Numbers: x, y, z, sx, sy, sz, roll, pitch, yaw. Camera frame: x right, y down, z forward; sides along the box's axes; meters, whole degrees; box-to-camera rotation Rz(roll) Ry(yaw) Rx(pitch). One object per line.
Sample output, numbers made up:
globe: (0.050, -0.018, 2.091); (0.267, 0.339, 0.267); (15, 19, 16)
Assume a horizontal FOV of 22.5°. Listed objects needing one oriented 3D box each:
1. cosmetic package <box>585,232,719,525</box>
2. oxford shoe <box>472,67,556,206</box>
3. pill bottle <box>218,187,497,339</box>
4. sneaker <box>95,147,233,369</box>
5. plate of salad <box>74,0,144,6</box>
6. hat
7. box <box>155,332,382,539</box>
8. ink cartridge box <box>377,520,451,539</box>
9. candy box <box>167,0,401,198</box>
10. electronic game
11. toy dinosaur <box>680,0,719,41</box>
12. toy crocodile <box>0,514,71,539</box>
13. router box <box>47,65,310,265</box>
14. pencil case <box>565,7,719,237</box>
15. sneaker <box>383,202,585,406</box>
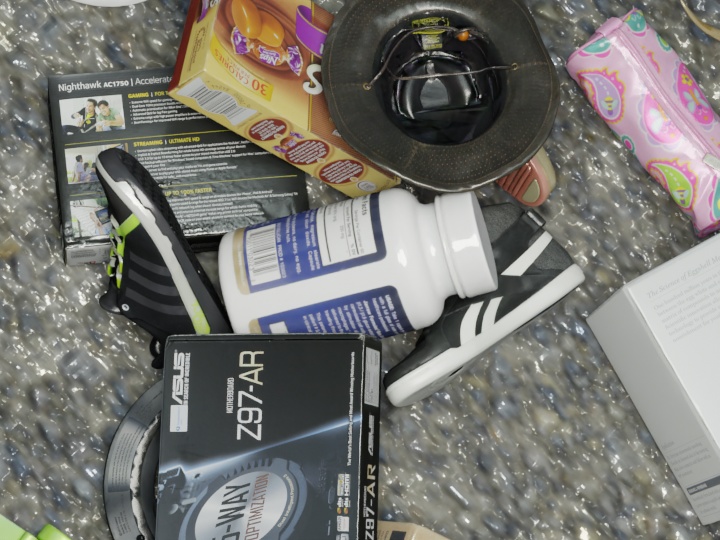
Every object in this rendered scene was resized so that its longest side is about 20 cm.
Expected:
cosmetic package: (0.325, 0.067, 1.465); (0.199, 0.123, 0.200); (-26, 82, -14)
oxford shoe: (0.118, -0.147, 1.508); (0.074, 0.071, 0.200); (-20, 73, -27)
pill bottle: (0.000, 0.000, 1.399); (0.199, 0.111, 0.111); (-14, 78, 9)
sneaker: (-0.168, 0.003, 1.390); (0.083, 0.072, 0.200); (-26, 119, 1)
plate of salad: (-0.198, -0.312, 1.473); (0.199, 0.048, 0.201); (-8, 110, -22)
hat: (0.060, -0.134, 1.425); (0.200, 0.081, 0.201); (1, 62, -2)
box: (-0.067, 0.147, 1.323); (0.160, 0.044, 0.201); (-1, 81, 19)
ink cartridge box: (0.074, 0.299, 1.358); (0.200, 0.075, 0.165); (28, 71, -25)
candy box: (-0.049, -0.150, 1.442); (0.200, 0.056, 0.117); (28, 57, -29)
electronic game: (-0.101, 0.168, 1.414); (0.199, 0.042, 0.201); (2, 82, -15)
toy dinosaur: (0.369, -0.188, 1.581); (0.199, 0.058, 0.101); (-3, 61, -18)
toy crocodile: (-0.214, 0.251, 1.366); (0.200, 0.062, 0.068); (40, 74, 3)
router box: (-0.147, -0.089, 1.467); (0.199, 0.051, 0.150); (-5, 75, -10)
pencil case: (0.261, -0.123, 1.523); (0.087, 0.087, 0.200); (-35, 83, -15)
sneaker: (0.075, 0.019, 1.470); (0.200, 0.073, 0.112); (-33, 80, -23)
